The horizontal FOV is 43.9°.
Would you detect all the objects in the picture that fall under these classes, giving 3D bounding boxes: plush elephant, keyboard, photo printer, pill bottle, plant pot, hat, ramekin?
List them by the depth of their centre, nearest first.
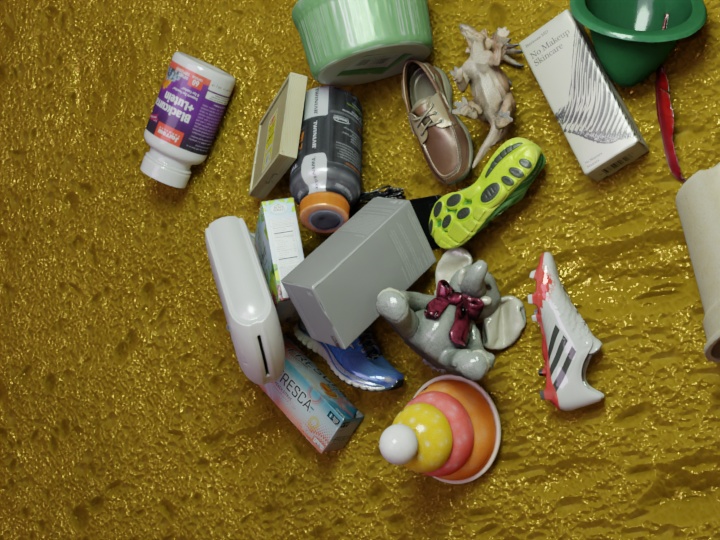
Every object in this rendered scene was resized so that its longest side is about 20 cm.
[{"bbox_3d":[0.442,-0.025,0.980,0.198,0.199,0.187,-27,62,27],"label":"plant pot"},{"bbox_3d":[0.338,-0.252,1.128,0.162,0.202,0.178,5,134,10],"label":"hat"},{"bbox_3d":[0.132,0.051,1.182,0.163,0.200,0.156,34,82,15],"label":"plush elephant"},{"bbox_3d":[0.008,-0.334,1.254,0.197,0.199,0.100,-15,87,30],"label":"ramekin"},{"bbox_3d":[-0.159,0.050,1.258,0.068,0.168,0.202,-16,53,-10],"label":"photo printer"},{"bbox_3d":[-0.049,-0.156,1.287,0.105,0.106,0.203,-19,54,29],"label":"pill bottle"},{"bbox_3d":[0.044,-0.077,1.314,0.197,0.040,0.106,-7,106,30],"label":"keyboard"},{"bbox_3d":[-0.292,-0.246,1.478,0.110,0.111,0.203,30,102,29],"label":"pill bottle"}]

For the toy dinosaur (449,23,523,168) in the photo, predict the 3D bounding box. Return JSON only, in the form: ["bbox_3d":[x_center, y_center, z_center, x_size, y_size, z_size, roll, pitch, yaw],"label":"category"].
[{"bbox_3d":[0.176,-0.241,1.190,0.084,0.135,0.205,-6,92,21],"label":"toy dinosaur"}]

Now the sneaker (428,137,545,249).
[{"bbox_3d":[0.173,-0.094,1.199,0.199,0.083,0.075,-41,63,32],"label":"sneaker"}]

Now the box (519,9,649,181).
[{"bbox_3d":[0.285,-0.223,1.145,0.082,0.068,0.203,-32,71,25],"label":"box"}]

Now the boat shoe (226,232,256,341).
[{"bbox_3d":[-0.187,0.041,1.421,0.073,0.064,0.207,-1,86,31],"label":"boat shoe"}]

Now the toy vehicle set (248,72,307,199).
[{"bbox_3d":[-0.126,-0.196,1.337,0.200,0.026,0.127,148,131,-67],"label":"toy vehicle set"}]

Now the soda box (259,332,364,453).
[{"bbox_3d":[-0.090,0.181,1.353,0.200,0.063,0.069,43,108,26],"label":"soda box"}]

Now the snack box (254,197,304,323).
[{"bbox_3d":[-0.117,-0.009,1.315,0.052,0.200,0.145,-8,79,-12],"label":"snack box"}]

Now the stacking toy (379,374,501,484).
[{"bbox_3d":[0.086,0.213,1.162,0.144,0.199,0.150,-2,85,30],"label":"stacking toy"}]

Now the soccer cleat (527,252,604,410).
[{"bbox_3d":[0.265,0.076,1.144,0.084,0.068,0.205,-7,86,22],"label":"soccer cleat"}]

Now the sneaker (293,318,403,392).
[{"bbox_3d":[-0.012,0.104,1.303,0.199,0.078,0.090,36,107,28],"label":"sneaker"}]

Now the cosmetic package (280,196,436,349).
[{"bbox_3d":[0.000,0.000,1.209,0.090,0.199,0.108,13,135,53],"label":"cosmetic package"}]

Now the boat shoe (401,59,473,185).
[{"bbox_3d":[0.097,-0.207,1.234,0.075,0.071,0.203,-33,56,26],"label":"boat shoe"}]
